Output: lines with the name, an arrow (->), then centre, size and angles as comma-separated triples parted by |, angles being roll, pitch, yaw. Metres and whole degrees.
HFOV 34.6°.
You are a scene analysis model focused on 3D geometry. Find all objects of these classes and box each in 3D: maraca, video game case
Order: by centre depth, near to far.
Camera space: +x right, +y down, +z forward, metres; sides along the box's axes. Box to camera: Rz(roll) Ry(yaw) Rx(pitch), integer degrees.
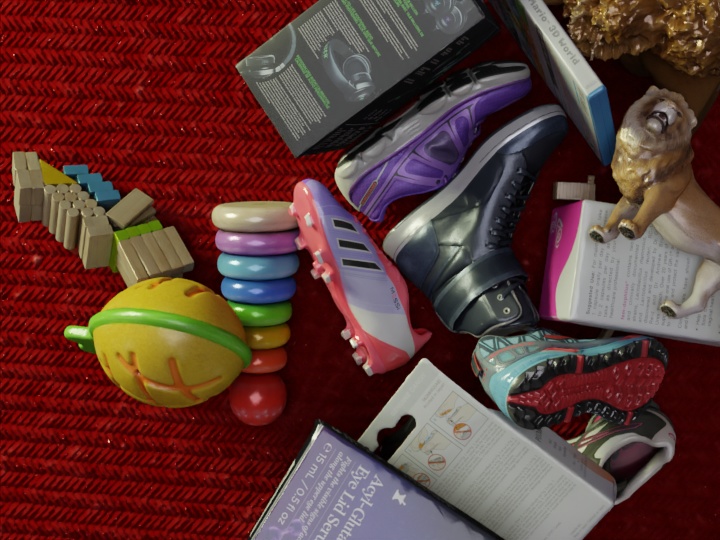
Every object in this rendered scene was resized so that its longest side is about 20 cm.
video game case -> 0.148, -0.191, 0.949 | 0.018, 0.143, 0.202 | -32, 68, 6
maraca -> -0.177, 0.065, 1.004 | 0.136, 0.199, 0.108 | 29, 65, -33

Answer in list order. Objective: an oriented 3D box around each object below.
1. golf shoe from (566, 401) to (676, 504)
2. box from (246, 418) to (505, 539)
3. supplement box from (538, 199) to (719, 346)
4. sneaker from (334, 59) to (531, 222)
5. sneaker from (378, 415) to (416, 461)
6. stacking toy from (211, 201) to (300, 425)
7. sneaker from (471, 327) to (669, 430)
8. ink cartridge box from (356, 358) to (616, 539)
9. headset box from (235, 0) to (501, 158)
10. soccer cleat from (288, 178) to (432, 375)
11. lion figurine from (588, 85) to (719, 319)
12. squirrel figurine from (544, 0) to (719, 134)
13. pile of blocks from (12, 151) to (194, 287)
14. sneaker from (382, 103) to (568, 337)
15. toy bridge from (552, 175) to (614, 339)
golf shoe -> 0.189, 0.185, 1.021 | 0.199, 0.088, 0.078 | -37, 96, 7
box -> 0.013, 0.232, 0.904 | 0.198, 0.104, 0.149 | 31, 84, 2
supplement box -> 0.263, 0.007, 0.982 | 0.197, 0.101, 0.105 | 7, 88, -7
sneaker -> 0.072, -0.117, 1.037 | 0.199, 0.081, 0.084 | -34, 106, 13
sneaker -> 0.045, 0.195, 1.052 | 0.071, 0.083, 0.202 | 16, 117, -28
stacking toy -> -0.090, 0.041, 1.048 | 0.084, 0.085, 0.204 | 0, 98, 5
sneaker -> 0.178, 0.075, 0.979 | 0.198, 0.095, 0.080 | 3, 113, -37
ink cartridge box -> 0.090, 0.183, 0.980 | 0.199, 0.050, 0.163 | 38, 112, 1
headset box -> 0.019, -0.191, 0.963 | 0.199, 0.174, 0.093 | -35, 90, 15
soccer cleat -> 0.000, 0.000, 1.019 | 0.076, 0.067, 0.202 | -30, 115, -14
lion figurine -> 0.261, -0.038, 0.905 | 0.200, 0.072, 0.123 | 48, 67, -10
squirrel figurine -> 0.231, -0.224, 0.950 | 0.186, 0.200, 0.142 | 38, 105, 15
pile of blocks -> -0.242, -0.039, 1.071 | 0.199, 0.082, 0.063 | 36, 138, 11
sneaker -> 0.133, -0.031, 1.000 | 0.202, 0.077, 0.147 | -44, 65, 17
toy bridge -> 0.203, 0.016, 1.043 | 0.066, 0.027, 0.204 | 3, 93, 2
